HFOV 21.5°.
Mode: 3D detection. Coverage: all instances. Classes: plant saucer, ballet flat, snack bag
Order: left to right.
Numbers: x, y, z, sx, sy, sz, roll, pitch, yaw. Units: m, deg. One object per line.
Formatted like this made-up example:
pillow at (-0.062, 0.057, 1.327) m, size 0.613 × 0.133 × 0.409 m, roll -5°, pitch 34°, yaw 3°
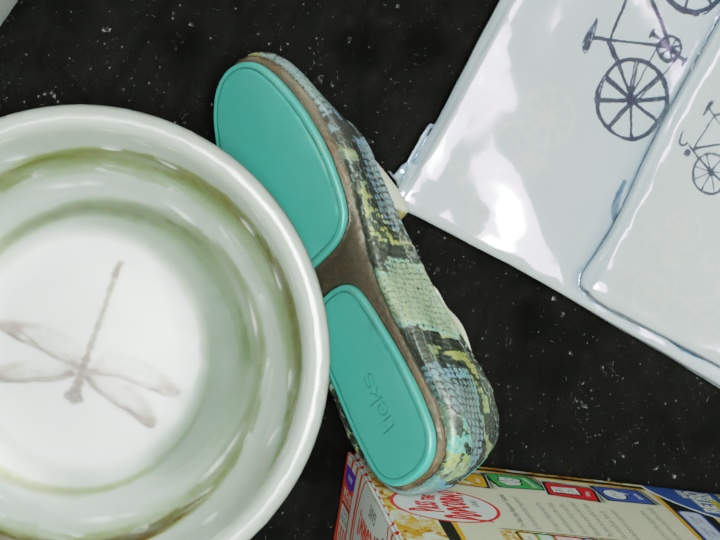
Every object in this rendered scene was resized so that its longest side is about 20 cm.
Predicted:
plant saucer at (-0.112, 0.033, 0.776) m, size 0.200 × 0.050 × 0.200 m, roll 0°, pitch 92°, yaw -1°
ballet flat at (0.000, 0.000, 0.794) m, size 0.074 × 0.074 × 0.200 m, roll -20°, pitch 76°, yaw -9°
snack bag at (0.138, -0.068, 0.842) m, size 0.200 × 0.021 × 0.189 m, roll 29°, pitch 86°, yaw -9°

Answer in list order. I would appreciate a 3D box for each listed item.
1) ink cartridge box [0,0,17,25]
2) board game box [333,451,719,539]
ink cartridge box at (-0.245, -0.079, 0.741) m, size 0.145 × 0.084 × 0.200 m, roll 34°, pitch 85°, yaw -8°
board game box at (0.098, 0.124, 0.769) m, size 0.200 × 0.152 × 0.046 m, roll 8°, pitch 99°, yaw -9°
